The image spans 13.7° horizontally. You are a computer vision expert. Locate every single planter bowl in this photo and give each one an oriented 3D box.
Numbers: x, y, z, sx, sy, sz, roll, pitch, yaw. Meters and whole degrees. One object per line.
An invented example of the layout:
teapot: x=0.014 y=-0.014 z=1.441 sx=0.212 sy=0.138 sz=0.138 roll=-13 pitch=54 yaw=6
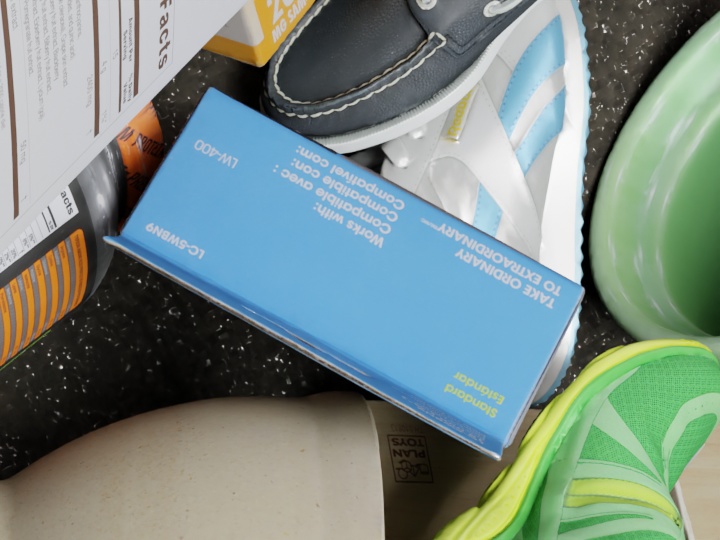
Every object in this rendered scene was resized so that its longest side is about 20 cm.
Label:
planter bowl: x=-0.073 y=0.134 z=0.991 sx=0.134 sy=0.200 sz=0.201 roll=5 pitch=79 yaw=-7

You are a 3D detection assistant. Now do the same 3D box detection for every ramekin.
ramekin: x=0.198 y=-0.026 z=1.193 sx=0.098 sy=0.200 sz=0.200 roll=40 pitch=62 yaw=-32

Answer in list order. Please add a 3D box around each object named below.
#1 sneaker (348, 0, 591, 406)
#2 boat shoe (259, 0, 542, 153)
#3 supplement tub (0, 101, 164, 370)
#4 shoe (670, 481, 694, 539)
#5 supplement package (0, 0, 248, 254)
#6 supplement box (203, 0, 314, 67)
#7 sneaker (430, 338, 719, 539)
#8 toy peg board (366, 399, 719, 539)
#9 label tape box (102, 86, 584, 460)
sneaker: x=0.037 y=-0.050 z=1.152 sx=0.081 sy=0.076 sz=0.200 roll=5 pitch=76 yaw=-26
boat shoe: x=0.040 y=-0.120 z=1.113 sx=0.200 sy=0.076 sz=0.060 roll=-39 pitch=150 yaw=-6
supplement tub: x=-0.164 y=-0.007 z=0.971 sx=0.200 sy=0.122 sz=0.123 roll=-40 pitch=106 yaw=-33
shoe: x=0.096 y=0.131 z=1.025 sx=0.070 sy=0.053 sz=0.200 roll=39 pitch=21 yaw=-24
supplement package: x=-0.127 y=-0.097 z=0.892 sx=0.200 sy=0.121 sz=0.120 roll=-50 pitch=156 yaw=-37
supplement box: x=-0.049 y=-0.189 z=1.052 sx=0.126 sy=0.073 sz=0.200 roll=-53 pitch=146 yaw=-28
sneaker: x=0.076 y=0.096 z=0.992 sx=0.083 sy=0.074 sz=0.200 roll=30 pitch=44 yaw=14
toy peg board: x=0.067 y=0.163 z=1.145 sx=0.200 sy=0.098 sz=0.200 roll=6 pitch=65 yaw=-35
label tape box: x=0.000 y=0.000 z=1.012 sx=0.144 sy=0.200 sz=0.063 roll=29 pitch=90 yaw=2
